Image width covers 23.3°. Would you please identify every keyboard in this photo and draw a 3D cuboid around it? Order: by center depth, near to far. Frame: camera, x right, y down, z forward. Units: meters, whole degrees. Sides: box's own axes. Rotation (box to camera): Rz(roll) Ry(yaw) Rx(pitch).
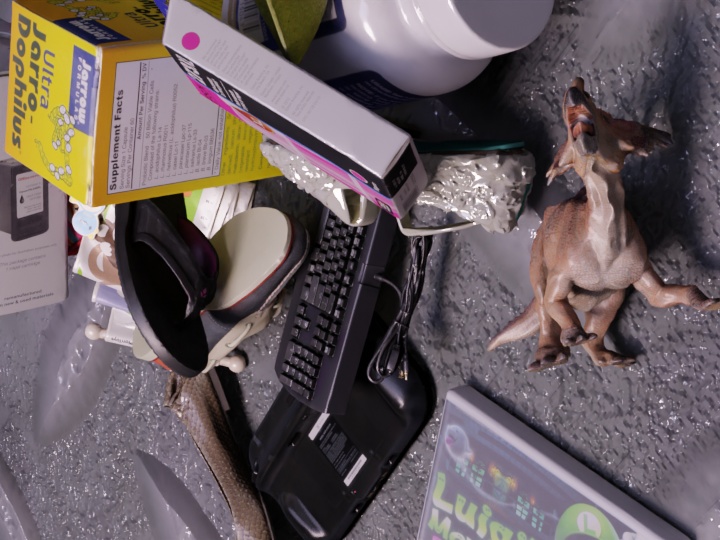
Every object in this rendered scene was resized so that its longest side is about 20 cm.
[{"bbox_3d":[0.000,0.000,1.163,0.127,0.021,0.200,23,103,45],"label":"keyboard"}]

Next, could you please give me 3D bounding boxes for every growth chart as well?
[{"bbox_3d":[-0.149,-0.024,1.310,0.018,0.145,0.200,-81,-2,-69],"label":"growth chart"}]

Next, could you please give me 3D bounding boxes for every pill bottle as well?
[{"bbox_3d":[0.017,-0.160,1.060,0.200,0.120,0.120,-6,95,51],"label":"pill bottle"}]

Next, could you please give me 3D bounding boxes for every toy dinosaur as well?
[{"bbox_3d":[0.129,-0.020,0.999,0.200,0.086,0.136,130,131,-63],"label":"toy dinosaur"}]

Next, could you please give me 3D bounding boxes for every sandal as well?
[{"bbox_3d":[-0.132,-0.022,1.202,0.048,0.075,0.200,-30,56,25],"label":"sandal"}]

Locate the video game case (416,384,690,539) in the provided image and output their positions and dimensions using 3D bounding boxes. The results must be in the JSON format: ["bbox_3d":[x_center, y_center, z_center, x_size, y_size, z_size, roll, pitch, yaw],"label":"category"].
[{"bbox_3d":[0.111,0.197,1.118,0.200,0.023,0.182,34,124,41],"label":"video game case"}]

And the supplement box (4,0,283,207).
[{"bbox_3d":[-0.124,-0.124,1.177,0.110,0.200,0.109,30,121,42],"label":"supplement box"}]

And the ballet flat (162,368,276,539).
[{"bbox_3d":[-0.105,0.162,1.338,0.067,0.046,0.200,117,134,-70],"label":"ballet flat"}]

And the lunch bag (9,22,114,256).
[{"bbox_3d":[-0.222,-0.117,1.399,0.176,0.082,0.200,-26,80,55],"label":"lunch bag"}]

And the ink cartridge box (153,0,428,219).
[{"bbox_3d":[-0.053,-0.104,1.027,0.200,0.095,0.037,35,85,14],"label":"ink cartridge box"}]

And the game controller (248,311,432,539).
[{"bbox_3d":[-0.017,0.113,1.248,0.104,0.042,0.200,45,133,15],"label":"game controller"}]

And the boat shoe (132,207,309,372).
[{"bbox_3d":[-0.090,0.019,1.248,0.200,0.063,0.071,-38,40,43],"label":"boat shoe"}]

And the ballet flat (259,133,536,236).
[{"bbox_3d":[0.017,-0.055,1.099,0.200,0.072,0.072,9,107,34],"label":"ballet flat"}]

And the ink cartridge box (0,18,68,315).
[{"bbox_3d":[-0.297,-0.085,1.369,0.145,0.083,0.200,32,127,47],"label":"ink cartridge box"}]

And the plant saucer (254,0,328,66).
[{"bbox_3d":[-0.073,-0.243,0.971,0.200,0.048,0.200,70,174,-63],"label":"plant saucer"}]
